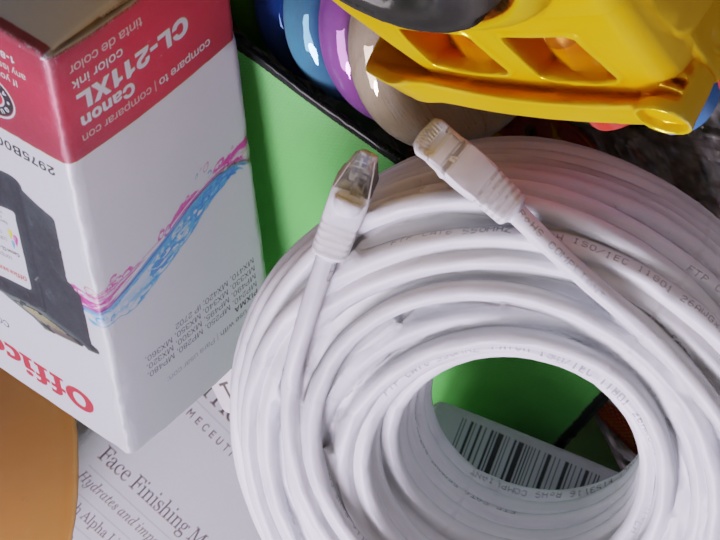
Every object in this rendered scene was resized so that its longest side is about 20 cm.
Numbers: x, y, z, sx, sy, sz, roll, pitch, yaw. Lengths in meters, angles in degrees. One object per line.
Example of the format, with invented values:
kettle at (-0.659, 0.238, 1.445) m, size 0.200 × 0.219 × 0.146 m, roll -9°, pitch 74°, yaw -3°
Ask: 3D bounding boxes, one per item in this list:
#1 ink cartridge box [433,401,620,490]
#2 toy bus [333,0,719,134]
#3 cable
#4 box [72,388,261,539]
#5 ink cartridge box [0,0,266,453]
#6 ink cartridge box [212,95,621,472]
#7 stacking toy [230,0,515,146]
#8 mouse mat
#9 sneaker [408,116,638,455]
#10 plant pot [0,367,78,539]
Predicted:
ink cartridge box at (0.100, 0.137, 0.989) m, size 0.199 × 0.041 × 0.200 m, roll 22°, pitch 154°, yaw 2°
toy bus at (0.034, -0.108, 0.735) m, size 0.199 × 0.136 × 0.192 m, roll 10°, pitch 155°, yaw 42°
cable at (0.053, 0.054, 0.837) m, size 0.199 × 0.069 × 0.200 m, roll 32°, pitch 122°, yaw -3°
box at (-0.111, 0.080, 1.197) m, size 0.199 × 0.131 × 0.200 m, roll 48°, pitch 173°, yaw -40°
ink cartridge box at (-0.115, -0.052, 0.881) m, size 0.145 × 0.083 × 0.201 m, roll 30°, pitch 146°, yaw 28°
ink cartridge box at (0.006, 0.031, 1.002) m, size 0.145 × 0.048 × 0.201 m, roll -19°, pitch 100°, yaw 40°
stacking toy at (-0.022, -0.107, 0.897) m, size 0.200 × 0.085 × 0.086 m, roll 25°, pitch 152°, yaw 48°
mouse mat at (0.000, 0.000, 0.917) m, size 0.200 × 0.008 × 0.161 m, roll 36°, pitch 150°, yaw 2°
sneaker at (0.082, 0.012, 0.939) m, size 0.200 × 0.073 × 0.077 m, roll 51°, pitch 168°, yaw -11°
plant pot at (-0.224, 0.065, 1.025) m, size 0.200 × 0.139 × 0.201 m, roll 19°, pitch 114°, yaw 51°
